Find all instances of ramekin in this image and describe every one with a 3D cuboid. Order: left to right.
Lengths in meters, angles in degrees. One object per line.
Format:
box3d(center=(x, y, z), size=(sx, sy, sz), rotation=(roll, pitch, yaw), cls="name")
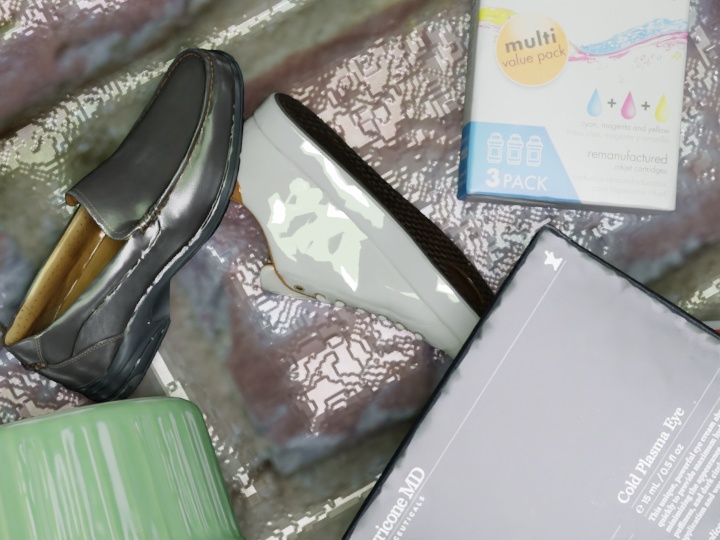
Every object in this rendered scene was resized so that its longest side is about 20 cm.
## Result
box3d(center=(-0.158, 0.133, 1.221), size=(0.199, 0.200, 0.098), rotation=(-14, 81, -2), cls="ramekin")

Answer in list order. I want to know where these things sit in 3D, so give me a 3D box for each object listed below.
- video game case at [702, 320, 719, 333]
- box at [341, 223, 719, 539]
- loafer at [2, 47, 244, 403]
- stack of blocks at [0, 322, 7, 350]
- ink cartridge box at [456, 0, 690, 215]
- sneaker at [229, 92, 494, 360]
box3d(center=(0.181, 0.099, 1.272), size=(0.199, 0.017, 0.144), rotation=(-4, 77, 18), cls="video game case")
box3d(center=(0.114, 0.107, 1.200), size=(0.182, 0.104, 0.201), rotation=(33, 90, 1), cls="box")
box3d(center=(-0.123, -0.029, 1.269), size=(0.072, 0.073, 0.201), rotation=(21, 90, -40), cls="loafer")
box3d(center=(-0.296, 0.073, 1.283), size=(0.115, 0.059, 0.200), rotation=(40, 88, 0), cls="stack of blocks")
box3d(center=(0.118, -0.135, 1.295), size=(0.114, 0.068, 0.201), rotation=(4, 88, -2), cls="ink cartridge box")
box3d(center=(0.000, 0.000, 1.296), size=(0.200, 0.073, 0.085), rotation=(44, 105, 3), cls="sneaker")
